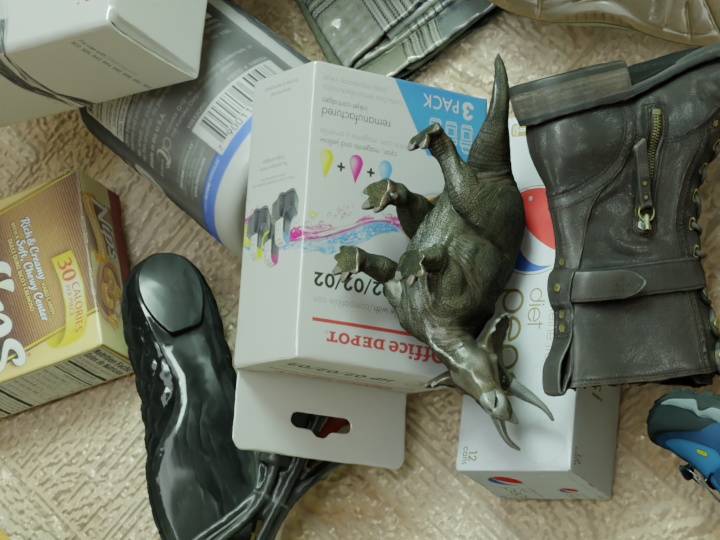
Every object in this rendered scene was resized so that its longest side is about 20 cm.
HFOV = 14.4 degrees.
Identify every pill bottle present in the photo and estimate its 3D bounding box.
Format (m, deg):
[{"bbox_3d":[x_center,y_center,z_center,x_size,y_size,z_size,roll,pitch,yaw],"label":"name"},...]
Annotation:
[{"bbox_3d":[-0.095,-0.101,1.646,0.200,0.114,0.114,40,92,32],"label":"pill bottle"}]

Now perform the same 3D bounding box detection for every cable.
[{"bbox_3d":[-0.042,0.112,1.580,0.097,0.050,0.201,21,85,-4],"label":"cable"}]

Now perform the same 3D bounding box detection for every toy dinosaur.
[{"bbox_3d":[0.049,-0.013,1.485,0.077,0.102,0.201,-14,56,37],"label":"toy dinosaur"}]

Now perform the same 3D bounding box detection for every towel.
[{"bbox_3d":[0.031,-0.219,1.672,0.192,0.035,0.200,-36,60,11],"label":"towel"}]

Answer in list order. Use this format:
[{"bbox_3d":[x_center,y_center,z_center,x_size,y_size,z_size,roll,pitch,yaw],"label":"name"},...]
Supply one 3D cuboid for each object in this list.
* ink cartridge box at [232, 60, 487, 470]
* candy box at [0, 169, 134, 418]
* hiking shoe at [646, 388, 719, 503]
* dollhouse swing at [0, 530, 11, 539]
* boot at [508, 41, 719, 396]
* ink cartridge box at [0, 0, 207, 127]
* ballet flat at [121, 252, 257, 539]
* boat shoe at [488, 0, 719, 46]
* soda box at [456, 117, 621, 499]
[{"bbox_3d":[0.000,0.000,1.524,0.068,0.115,0.201,-11,72,57],"label":"ink cartridge box"},{"bbox_3d":[-0.232,0.030,1.701,0.199,0.055,0.116,-20,65,20],"label":"candy box"},{"bbox_3d":[0.213,0.130,1.425,0.200,0.074,0.087,32,87,32],"label":"hiking shoe"},{"bbox_3d":[-0.243,0.257,1.549,0.176,0.182,0.200,-31,53,-28],"label":"dollhouse swing"},{"bbox_3d":[0.163,-0.025,1.495,0.069,0.199,0.175,-12,91,62],"label":"boot"},{"bbox_3d":[-0.183,-0.167,1.603,0.199,0.084,0.146,-10,64,34],"label":"ink cartridge box"},{"bbox_3d":[-0.095,0.085,1.625,0.066,0.057,0.201,-8,70,-7],"label":"ballet flat"},{"bbox_3d":[0.134,-0.166,1.576,0.199,0.064,0.072,22,104,23],"label":"boat shoe"},{"bbox_3d":[0.103,0.019,1.530,0.068,0.064,0.201,-2,72,26],"label":"soda box"}]
